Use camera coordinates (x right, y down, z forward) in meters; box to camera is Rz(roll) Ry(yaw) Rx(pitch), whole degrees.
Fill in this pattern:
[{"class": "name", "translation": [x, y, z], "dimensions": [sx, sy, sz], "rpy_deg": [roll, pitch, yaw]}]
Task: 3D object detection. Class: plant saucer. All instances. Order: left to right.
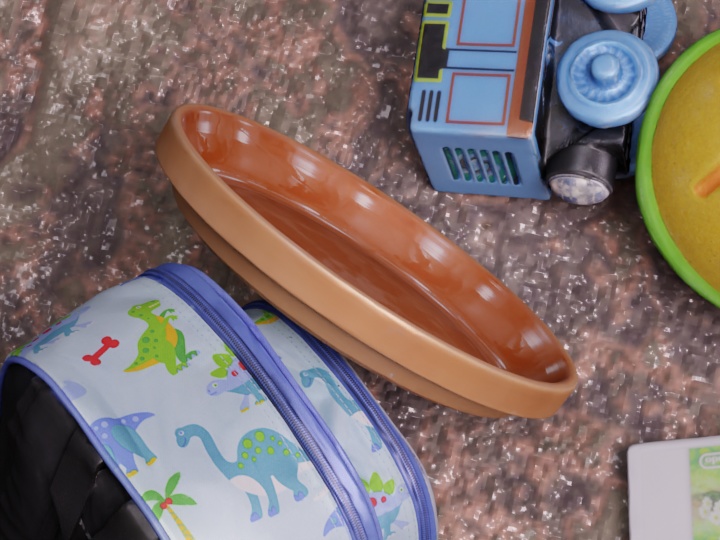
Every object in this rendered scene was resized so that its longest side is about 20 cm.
[{"class": "plant saucer", "translation": [0.000, 0.000, 0.886], "dimensions": [0.200, 0.200, 0.032], "rpy_deg": [37, 103, 15]}]

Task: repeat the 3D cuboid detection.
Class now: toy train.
[{"class": "toy train", "translation": [0.087, -0.126, 0.978], "dimensions": [0.113, 0.087, 0.202], "rpy_deg": [5, 71, 12]}]

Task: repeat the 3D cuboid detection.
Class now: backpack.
[{"class": "backpack", "translation": [-0.061, 0.096, 0.844], "dimensions": [0.146, 0.200, 0.183], "rpy_deg": [-30, 68, -24]}]

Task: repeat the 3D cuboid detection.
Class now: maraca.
[{"class": "maraca", "translation": [0.214, -0.034, 0.925], "dimensions": [0.198, 0.107, 0.138], "rpy_deg": [16, 89, -8]}]

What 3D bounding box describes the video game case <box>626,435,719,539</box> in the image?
[{"class": "video game case", "translation": [0.206, 0.151, 0.867], "dimensions": [0.198, 0.022, 0.184], "rpy_deg": [-8, 69, 22]}]
